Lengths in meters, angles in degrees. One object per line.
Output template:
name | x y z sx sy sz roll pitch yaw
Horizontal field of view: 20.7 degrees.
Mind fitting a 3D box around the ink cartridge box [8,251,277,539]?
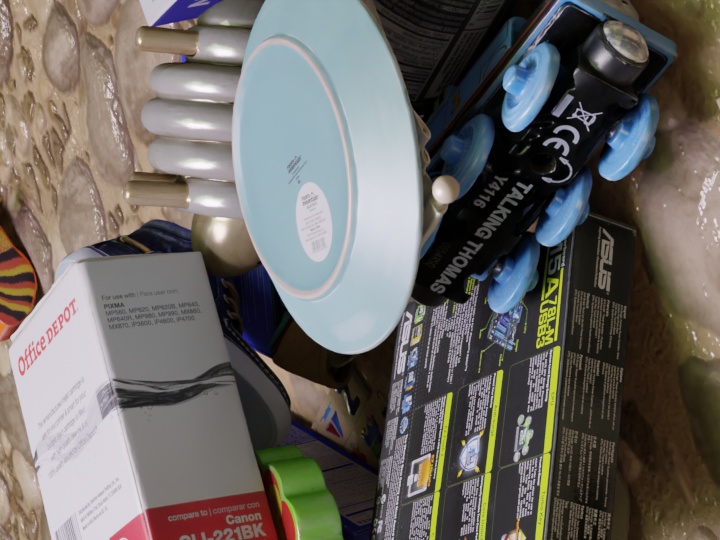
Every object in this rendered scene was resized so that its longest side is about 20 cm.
ink cartridge box | -0.132 0.106 1.172 0.144 0.084 0.200 -42 60 54

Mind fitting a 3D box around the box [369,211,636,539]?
box | 0.072 0.089 1.070 0.193 0.047 0.201 -29 47 54

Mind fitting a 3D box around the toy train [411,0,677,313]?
toy train | 0.081 -0.067 1.013 0.200 0.087 0.114 -52 21 37

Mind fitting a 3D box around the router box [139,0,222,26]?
router box | -0.108 -0.277 1.265 0.200 0.049 0.180 -29 79 57

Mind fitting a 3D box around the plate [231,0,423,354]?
plate | -0.028 -0.054 1.019 0.200 0.026 0.201 26 120 57

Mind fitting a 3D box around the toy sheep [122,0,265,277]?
toy sheep | -0.071 -0.095 1.179 0.138 0.138 0.201 18 106 52

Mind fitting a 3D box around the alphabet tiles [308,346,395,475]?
alphabet tiles | 0.022 0.142 1.290 0.167 0.008 0.200 56 143 27

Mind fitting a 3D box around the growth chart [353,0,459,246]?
growth chart | -0.006 -0.084 1.013 0.145 0.018 0.200 -46 57 56

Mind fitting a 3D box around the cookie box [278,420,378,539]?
cookie box | -0.031 0.208 1.322 0.200 0.075 0.172 25 122 50

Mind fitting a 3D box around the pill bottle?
pill bottle | 0.029 -0.155 1.058 0.106 0.106 0.200 60 145 21

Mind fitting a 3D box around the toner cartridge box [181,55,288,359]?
toner cartridge box | -0.071 -0.049 1.314 0.095 0.043 0.201 23 122 50

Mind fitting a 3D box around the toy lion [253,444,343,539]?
toy lion | -0.048 0.201 1.184 0.192 0.068 0.201 -160 64 -66

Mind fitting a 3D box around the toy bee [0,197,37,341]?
toy bee | -0.341 -0.042 1.692 0.131 0.109 0.200 -13 117 49

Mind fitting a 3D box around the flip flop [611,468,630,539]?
flip flop | 0.120 0.200 1.069 0.058 0.081 0.201 179 98 -66

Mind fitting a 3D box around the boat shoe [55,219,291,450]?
boat shoe | -0.101 0.034 1.288 0.200 0.091 0.071 36 135 24

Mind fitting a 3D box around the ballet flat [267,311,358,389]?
ballet flat | 0.000 0.000 1.225 0.063 0.069 0.200 34 137 8

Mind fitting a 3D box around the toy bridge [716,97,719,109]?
toy bridge | 0.196 -0.087 0.908 0.067 0.027 0.200 -32 76 54
